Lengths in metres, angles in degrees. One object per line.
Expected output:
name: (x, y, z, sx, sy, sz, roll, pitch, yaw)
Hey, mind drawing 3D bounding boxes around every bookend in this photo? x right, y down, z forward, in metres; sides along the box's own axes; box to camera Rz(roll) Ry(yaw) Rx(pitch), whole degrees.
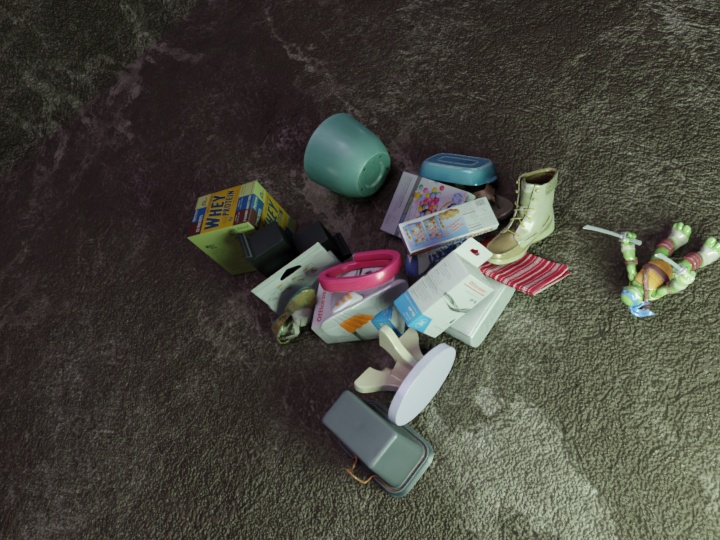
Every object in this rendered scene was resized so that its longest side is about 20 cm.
bookend: (-0.162, -0.062, 1.523, 0.199, 0.200, 0.092, -34, 49, 8)

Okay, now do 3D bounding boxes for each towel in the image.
towel: (0.311, -0.013, 1.272, 0.145, 0.023, 0.200, -23, 37, -38)

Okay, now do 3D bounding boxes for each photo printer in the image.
photo printer: (0.205, 0.053, 1.313, 0.200, 0.069, 0.166, 28, 76, 40)

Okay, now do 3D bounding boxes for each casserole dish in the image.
casserole dish: (0.232, -0.246, 1.468, 0.200, 0.039, 0.121, 17, 33, 35)

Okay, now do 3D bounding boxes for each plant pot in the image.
plant pot: (-0.020, -0.283, 1.599, 0.161, 0.201, 0.201, 36, 81, 28)

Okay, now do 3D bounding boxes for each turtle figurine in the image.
turtle figurine: (0.544, -0.031, 1.100, 0.194, 0.200, 0.144, -29, 12, -19)

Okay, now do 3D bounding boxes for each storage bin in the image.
storage bin: (0.015, 0.332, 1.196, 0.146, 0.134, 0.200, -50, 48, -8)

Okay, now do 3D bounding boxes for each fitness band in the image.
fitness band: (0.000, 0.000, 1.342, 0.200, 0.037, 0.144, -6, 22, 37)

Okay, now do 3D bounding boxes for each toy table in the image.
toy table: (0.087, 0.200, 1.222, 0.117, 0.184, 0.200, 28, 40, 31)

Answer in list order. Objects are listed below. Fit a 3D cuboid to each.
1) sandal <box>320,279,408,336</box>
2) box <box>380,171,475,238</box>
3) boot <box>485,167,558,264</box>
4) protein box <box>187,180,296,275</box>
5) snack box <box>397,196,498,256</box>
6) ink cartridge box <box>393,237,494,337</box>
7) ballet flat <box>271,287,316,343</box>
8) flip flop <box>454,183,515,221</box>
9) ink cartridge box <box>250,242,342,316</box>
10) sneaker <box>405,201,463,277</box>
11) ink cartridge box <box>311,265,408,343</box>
sandal: (0.005, 0.069, 1.311, 0.206, 0.079, 0.059, -30, 50, 0)
box: (0.156, -0.135, 1.456, 0.200, 0.041, 0.156, 27, 97, 39)
boot: (0.328, -0.112, 1.254, 0.200, 0.155, 0.072, -31, 47, -25)
protein box: (-0.311, -0.108, 1.641, 0.198, 0.200, 0.135, -11, 55, 24)
snack box: (0.184, -0.093, 1.290, 0.200, 0.024, 0.072, -18, 70, -7)
ink cartridge box: (0.178, 0.037, 1.202, 0.200, 0.116, 0.067, -42, 54, 17)
ballet flat: (-0.152, 0.113, 1.444, 0.200, 0.071, 0.071, -47, 36, 45)
flip flop: (0.281, -0.177, 1.429, 0.081, 0.058, 0.200, -34, 46, 1)
ink cartridge box: (-0.143, 0.022, 1.471, 0.200, 0.174, 0.044, -35, 48, 5)
sneaker: (0.176, -0.060, 1.319, 0.088, 0.075, 0.200, 31, 75, 27)
ink cartridge box: (0.000, 0.079, 1.409, 0.200, 0.086, 0.147, -9, 56, 24)
